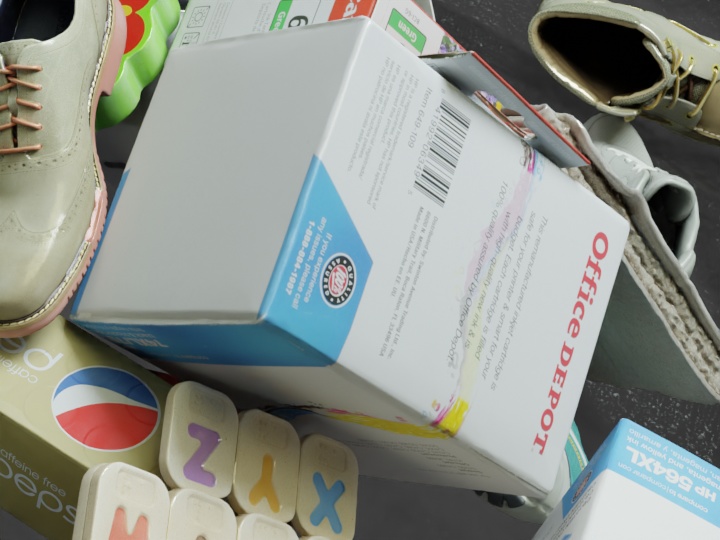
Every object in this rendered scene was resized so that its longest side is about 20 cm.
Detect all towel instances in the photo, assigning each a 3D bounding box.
[{"bbox_3d":[0.113,-0.011,1.011,0.034,0.132,0.200,-46,118,-21],"label":"towel"}]

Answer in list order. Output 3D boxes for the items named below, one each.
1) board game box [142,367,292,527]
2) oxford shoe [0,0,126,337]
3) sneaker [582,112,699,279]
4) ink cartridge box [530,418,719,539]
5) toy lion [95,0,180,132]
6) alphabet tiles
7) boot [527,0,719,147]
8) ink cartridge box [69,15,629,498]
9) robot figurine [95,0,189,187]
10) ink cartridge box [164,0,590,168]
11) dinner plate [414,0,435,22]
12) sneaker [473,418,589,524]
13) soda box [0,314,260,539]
[{"bbox_3d":[-0.082,0.133,0.891,0.102,0.019,0.201,15,43,-18],"label":"board game box"},{"bbox_3d":[-0.157,-0.067,0.867,0.070,0.074,0.201,-5,60,11],"label":"oxford shoe"},{"bbox_3d":[0.176,-0.040,1.162,0.075,0.092,0.201,15,42,-16],"label":"sneaker"},{"bbox_3d":[0.124,0.196,0.863,0.125,0.129,0.200,30,40,1],"label":"ink cartridge box"},{"bbox_3d":[-0.187,-0.148,0.987,0.190,0.069,0.201,-4,60,12],"label":"toy lion"},{"bbox_3d":[-0.045,0.154,0.809,0.199,0.015,0.197,28,58,-41],"label":"alphabet tiles"},{"bbox_3d":[0.203,-0.126,1.238,0.199,0.072,0.155,25,13,3],"label":"boot"},{"bbox_3d":[0.000,0.000,0.889,0.200,0.146,0.148,33,67,-37],"label":"ink cartridge box"},{"bbox_3d":[-0.116,-0.135,1.059,0.124,0.150,0.201,17,41,-33],"label":"robot figurine"},{"bbox_3d":[0.011,-0.095,0.922,0.109,0.199,0.051,37,65,-43],"label":"ink cartridge box"},{"bbox_3d":[0.029,-0.141,1.121,0.024,0.201,0.201,-13,49,0],"label":"dinner plate"},{"bbox_3d":[0.069,0.061,1.028,0.079,0.077,0.201,29,28,-46],"label":"sneaker"},{"bbox_3d":[-0.150,0.066,0.864,0.199,0.064,0.068,31,44,11],"label":"soda box"}]
